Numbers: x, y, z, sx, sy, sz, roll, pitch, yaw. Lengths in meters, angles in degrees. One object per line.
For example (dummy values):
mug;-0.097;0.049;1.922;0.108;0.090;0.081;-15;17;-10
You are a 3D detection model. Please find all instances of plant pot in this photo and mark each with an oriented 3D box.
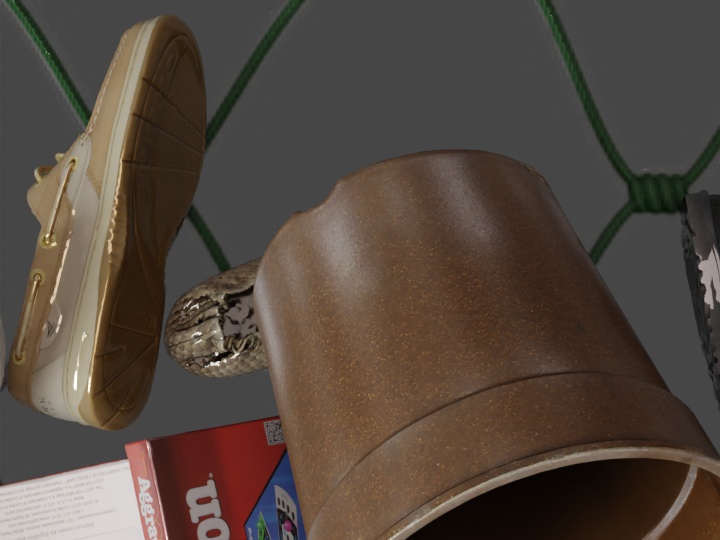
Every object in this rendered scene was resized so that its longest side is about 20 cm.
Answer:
plant pot;0.048;0.066;1.166;0.200;0.200;0.198;-20;53;-1

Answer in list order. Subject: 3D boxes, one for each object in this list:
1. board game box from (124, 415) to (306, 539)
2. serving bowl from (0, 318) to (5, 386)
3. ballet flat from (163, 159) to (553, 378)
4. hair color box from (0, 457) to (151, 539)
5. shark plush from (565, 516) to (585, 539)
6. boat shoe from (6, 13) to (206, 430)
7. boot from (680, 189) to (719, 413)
board game box;-0.046;0.170;1.232;0.103;0.019;0.200;-8;84;-44
serving bowl;-0.234;0.081;1.178;0.200;0.200;0.066;-39;75;-3
ballet flat;0.000;0.000;1.264;0.200;0.046;0.068;-20;86;-1
hair color box;-0.128;0.195;1.241;0.111;0.064;0.200;-12;84;-2
shark plush;0.092;0.219;1.226;0.091;0.083;0.200;24;86;3
boat shoe;-0.126;-0.026;1.256;0.069;0.074;0.200;5;75;27
boot;0.262;0.022;1.250;0.200;0.066;0.165;-14;94;2
